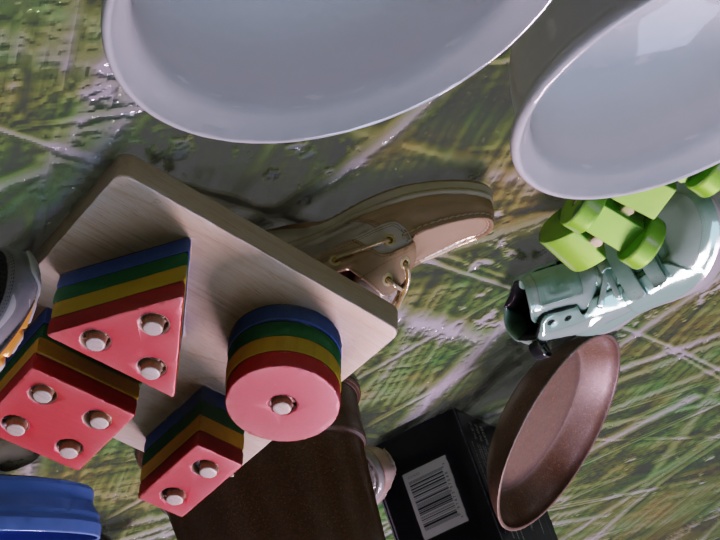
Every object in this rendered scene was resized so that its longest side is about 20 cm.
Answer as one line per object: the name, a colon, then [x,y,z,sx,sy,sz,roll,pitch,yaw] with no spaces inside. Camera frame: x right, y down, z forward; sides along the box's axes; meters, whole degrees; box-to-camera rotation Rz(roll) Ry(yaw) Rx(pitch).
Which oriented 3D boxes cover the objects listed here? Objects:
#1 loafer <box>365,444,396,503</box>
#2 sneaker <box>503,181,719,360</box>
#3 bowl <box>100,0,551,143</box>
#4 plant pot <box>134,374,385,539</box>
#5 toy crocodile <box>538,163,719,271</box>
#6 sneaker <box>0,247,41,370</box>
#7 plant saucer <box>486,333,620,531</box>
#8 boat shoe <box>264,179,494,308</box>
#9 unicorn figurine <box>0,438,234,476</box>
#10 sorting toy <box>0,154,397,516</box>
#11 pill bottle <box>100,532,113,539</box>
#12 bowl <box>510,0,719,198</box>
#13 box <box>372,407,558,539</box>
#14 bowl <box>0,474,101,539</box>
loafer: [-0.021,0.208,1.267,0.062,0.072,0.200,-16,164,-40]
sneaker: [0.187,0.003,0.990,0.117,0.074,0.201,-11,156,-34]
bowl: [-0.016,-0.146,0.533,0.199,0.091,0.202,-17,155,-8]
plant pot: [-0.066,0.214,1.081,0.198,0.200,0.201,-16,154,-8]
toy crocodile: [0.193,-0.065,0.888,0.067,0.062,0.200,28,130,-12]
sneaker: [-0.270,0.037,0.729,0.199,0.079,0.078,-26,137,-2]
plant saucer: [0.171,0.142,1.214,0.200,0.036,0.202,-39,143,-36]
boat shoe: [0.000,0.000,0.857,0.198,0.070,0.074,-18,155,-6]
unicorn figurine: [-0.205,0.104,0.924,0.198,0.075,0.137,-8,157,13]
sorting toy: [-0.112,0.058,0.789,0.199,0.070,0.199,30,128,-26]
pill bottle: [-0.277,0.288,1.177,0.199,0.107,0.106,5,145,-42]
bowl: [0.156,-0.129,0.677,0.199,0.091,0.202,-17,154,-8]
box: [0.109,0.237,1.314,0.104,0.149,0.200,-28,153,16]
bowl: [-0.287,0.175,0.955,0.198,0.040,0.201,-1,165,0]
